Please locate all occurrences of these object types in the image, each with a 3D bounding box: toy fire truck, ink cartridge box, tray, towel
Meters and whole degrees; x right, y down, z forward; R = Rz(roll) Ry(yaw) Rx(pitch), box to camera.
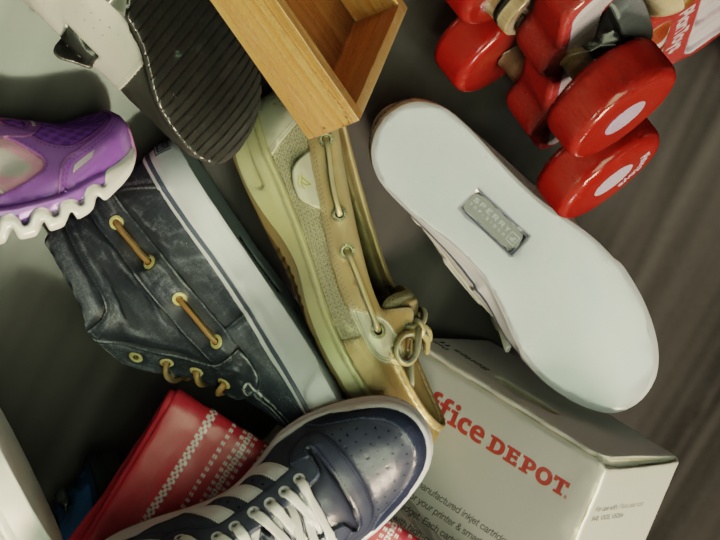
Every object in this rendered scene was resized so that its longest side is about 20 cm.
[{"bbox_3d":[0.134,-0.131,1.273,0.167,0.200,0.112,-36,75,-11],"label":"toy fire truck"},{"bbox_3d":[0.062,0.154,1.376,0.083,0.146,0.201,1,116,-53],"label":"ink cartridge box"},{"bbox_3d":[-0.054,-0.172,1.247,0.037,0.099,0.200,-18,121,30],"label":"tray"},{"bbox_3d":[-0.051,0.168,1.316,0.199,0.022,0.145,32,100,-5],"label":"towel"}]

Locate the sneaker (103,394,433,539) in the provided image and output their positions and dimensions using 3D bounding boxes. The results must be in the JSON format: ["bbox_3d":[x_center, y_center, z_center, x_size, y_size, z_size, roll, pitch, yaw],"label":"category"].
[{"bbox_3d":[-0.053,0.133,1.243,0.199,0.109,0.070,-29,98,7],"label":"sneaker"}]

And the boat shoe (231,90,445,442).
[{"bbox_3d":[0.000,-0.001,1.317,0.063,0.073,0.202,-26,90,10],"label":"boat shoe"}]

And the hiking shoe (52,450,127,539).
[{"bbox_3d":[-0.182,0.180,1.361,0.086,0.074,0.201,21,104,-23],"label":"hiking shoe"}]

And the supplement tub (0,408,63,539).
[{"bbox_3d":[-0.261,0.136,1.282,0.199,0.145,0.145,-28,116,-4],"label":"supplement tub"}]

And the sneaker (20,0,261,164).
[{"bbox_3d":[-0.122,-0.136,1.255,0.074,0.088,0.201,-51,124,-27],"label":"sneaker"}]

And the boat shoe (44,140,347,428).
[{"bbox_3d":[-0.075,0.038,1.321,0.091,0.071,0.201,-34,90,6],"label":"boat shoe"}]

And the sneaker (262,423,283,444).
[{"bbox_3d":[-0.083,0.148,1.386,0.199,0.091,0.075,-34,160,18],"label":"sneaker"}]

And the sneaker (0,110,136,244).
[{"bbox_3d":[-0.210,-0.056,1.262,0.199,0.080,0.089,-14,107,-10],"label":"sneaker"}]

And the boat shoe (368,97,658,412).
[{"bbox_3d":[0.076,-0.011,1.354,0.202,0.086,0.075,44,94,-9],"label":"boat shoe"}]
